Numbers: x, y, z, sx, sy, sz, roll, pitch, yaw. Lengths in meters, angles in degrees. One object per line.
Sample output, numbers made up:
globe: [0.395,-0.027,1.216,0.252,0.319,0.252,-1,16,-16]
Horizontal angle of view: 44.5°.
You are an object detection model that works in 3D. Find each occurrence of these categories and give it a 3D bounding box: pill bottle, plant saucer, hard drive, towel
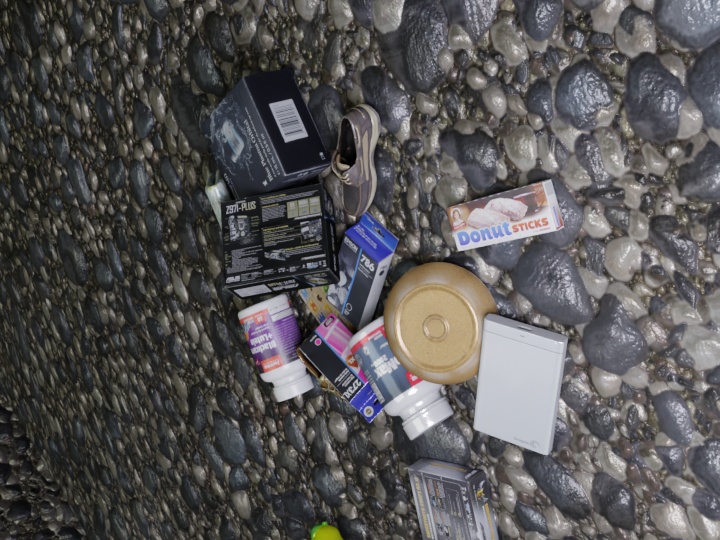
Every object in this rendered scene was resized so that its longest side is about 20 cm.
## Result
pill bottle: [0.075,0.182,1.530,0.202,0.119,0.120,59,140,12]
plant saucer: [0.125,0.090,1.424,0.197,0.035,0.204,4,100,21]
pill bottle: [-0.169,0.161,1.816,0.111,0.110,0.203,-23,88,51]
hard drive: [0.246,0.178,1.374,0.130,0.027,0.203,16,119,28]
towel: [-0.261,-0.107,1.765,0.200,0.048,0.173,-119,5,-72]

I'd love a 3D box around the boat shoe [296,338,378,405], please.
boat shoe: [-0.051,0.209,1.723,0.200,0.073,0.076,43,135,24]

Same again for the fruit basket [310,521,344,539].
fruit basket: [-0.062,0.658,1.893,0.213,0.155,0.218,24,136,26]

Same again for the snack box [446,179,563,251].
snack box: [0.214,-0.081,1.326,0.199,0.024,0.073,-12,98,51]

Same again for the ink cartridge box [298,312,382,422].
ink cartridge box: [-0.020,0.181,1.660,0.200,0.095,0.037,44,179,23]

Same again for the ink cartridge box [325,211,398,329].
ink cartridge box: [0.000,0.000,1.598,0.099,0.039,0.202,41,131,31]

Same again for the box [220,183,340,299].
box: [-0.145,-0.051,1.593,0.196,0.086,0.167,-10,72,10]

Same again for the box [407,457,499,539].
box: [0.172,0.450,1.587,0.157,0.048,0.204,-2,104,51]

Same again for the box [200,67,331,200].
box: [-0.180,-0.238,1.654,0.199,0.116,0.199,-31,82,52]

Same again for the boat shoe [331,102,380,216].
boat shoe: [-0.018,-0.186,1.516,0.074,0.073,0.203,28,125,40]

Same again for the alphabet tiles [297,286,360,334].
alphabet tiles: [-0.059,0.045,1.719,0.201,0.006,0.167,54,138,19]
